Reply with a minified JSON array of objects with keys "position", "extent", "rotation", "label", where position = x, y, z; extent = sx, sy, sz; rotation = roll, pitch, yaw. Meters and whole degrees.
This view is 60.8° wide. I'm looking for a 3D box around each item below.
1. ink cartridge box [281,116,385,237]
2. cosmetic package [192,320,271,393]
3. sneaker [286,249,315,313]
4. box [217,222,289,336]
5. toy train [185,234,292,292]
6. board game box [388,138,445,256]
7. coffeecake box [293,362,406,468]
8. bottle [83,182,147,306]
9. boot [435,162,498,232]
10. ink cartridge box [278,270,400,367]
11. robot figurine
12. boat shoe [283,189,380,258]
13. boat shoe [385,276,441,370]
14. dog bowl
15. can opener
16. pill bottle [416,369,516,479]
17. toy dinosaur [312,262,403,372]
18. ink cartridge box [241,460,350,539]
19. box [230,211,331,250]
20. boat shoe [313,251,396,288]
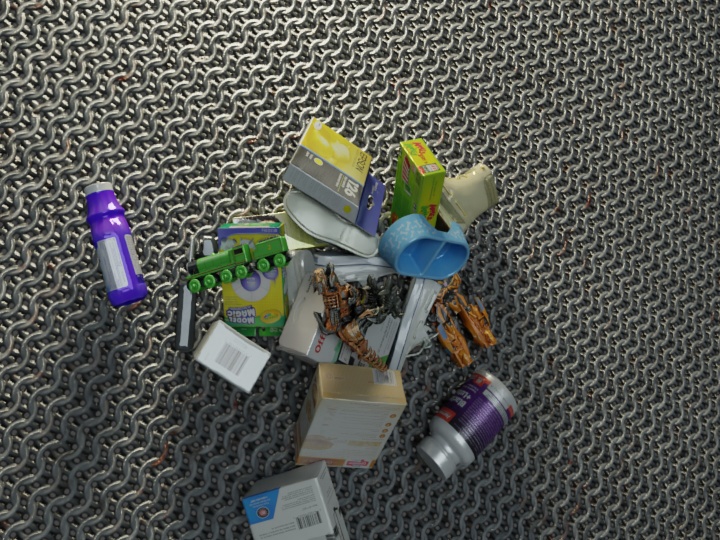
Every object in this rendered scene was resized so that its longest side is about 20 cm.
[{"position":[-0.034,-0.178,1.140],"extent":[0.196,0.047,0.200],"rotation":[29,35,-12],"label":"ink cartridge box"},{"position":[-0.219,0.141,1.022],"extent":[0.100,0.199,0.072],"rotation":[34,75,-11],"label":"cosmetic package"},{"position":[-0.123,0.062,1.138],"extent":[0.086,0.075,0.207],"rotation":[-1,102,19],"label":"sneaker"},{"position":[-0.187,0.022,1.080],"extent":[0.113,0.048,0.207],"rotation":[-1,105,6],"label":"box"},{"position":[-0.208,-0.012,1.032],"extent":[0.194,0.042,0.058],"rotation":[-15,91,9],"label":"toy train"},{"position":[0.102,-0.128,1.146],"extent":[0.046,0.204,0.103],"rotation":[-13,48,-18],"label":"board game box"},{"position":[-0.024,0.260,1.077],"extent":[0.149,0.203,0.074],"rotation":[8,41,-17],"label":"coffeecake box"},{"position":[-0.417,-0.044,1.037],"extent":[0.064,0.083,0.206],"rotation":[-16,90,-18],"label":"bottle"},{"position":[0.187,-0.184,1.256],"extent":[0.154,0.073,0.203],"rotation":[-37,98,-17],"label":"boot"},{"position":[-0.033,0.112,1.104],"extent":[0.198,0.083,0.149],"rotation":[34,72,-42],"label":"ink cartridge box"},{"position":[0.189,0.081,1.237],"extent":[0.143,0.058,0.204],"rotation":[-32,95,-20],"label":"robot figurine"},{"position":[-0.055,-0.083,1.119],"extent":[0.195,0.062,0.077],"rotation":[23,82,-14],"label":"boat shoe"},{"position":[0.111,0.116,1.182],"extent":[0.084,0.075,0.208],"rotation":[18,93,-5],"label":"boat shoe"},{"position":[0.125,-0.037,1.135],"extent":[0.196,0.113,0.050],"rotation":[7,37,-40],"label":"dog bowl"},{"position":[-0.289,0.038,1.086],"extent":[0.065,0.053,0.207],"rotation":[3,84,-12],"label":"can opener"},{"position":[0.203,0.301,1.191],"extent":[0.199,0.111,0.112],"rotation":[-42,97,-18],"label":"pill bottle"},{"position":[-0.007,0.075,1.018],"extent":[0.134,0.101,0.204],"rotation":[-35,128,-20],"label":"toy dinosaur"},{"position":[-0.102,0.458,1.064],"extent":[0.142,0.084,0.206],"rotation":[-17,91,8],"label":"ink cartridge box"},{"position":[-0.141,-0.070,1.149],"extent":[0.194,0.050,0.078],"rotation":[-10,88,-19],"label":"box"},{"position":[0.000,0.000,1.185],"extent":[0.193,0.074,0.068],"rotation":[2,101,-15],"label":"boat shoe"}]
